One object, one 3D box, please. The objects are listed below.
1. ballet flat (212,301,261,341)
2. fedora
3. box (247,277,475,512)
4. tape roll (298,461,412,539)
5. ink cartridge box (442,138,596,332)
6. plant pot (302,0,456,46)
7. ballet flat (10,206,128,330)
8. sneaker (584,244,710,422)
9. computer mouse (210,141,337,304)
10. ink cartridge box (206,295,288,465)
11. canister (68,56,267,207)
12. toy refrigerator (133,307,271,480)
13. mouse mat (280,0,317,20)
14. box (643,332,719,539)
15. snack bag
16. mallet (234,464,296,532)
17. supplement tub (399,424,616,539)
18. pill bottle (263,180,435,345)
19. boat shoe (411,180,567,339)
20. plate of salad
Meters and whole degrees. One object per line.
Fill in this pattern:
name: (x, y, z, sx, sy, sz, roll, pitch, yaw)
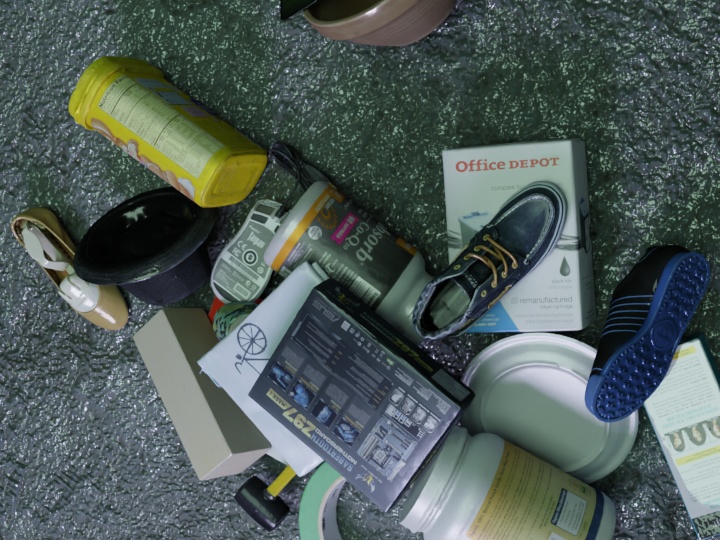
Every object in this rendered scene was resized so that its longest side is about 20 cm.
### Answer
ballet flat: (-0.094, 0.088, 1.349, 0.199, 0.074, 0.075, 19, 102, 19)
fedora: (-0.247, -0.017, 1.417, 0.200, 0.201, 0.092, -12, 125, 22)
box: (-0.002, 0.130, 1.230, 0.200, 0.051, 0.158, 38, 115, 13)
tape roll: (0.026, 0.300, 1.382, 0.199, 0.048, 0.202, 2, 95, 21)
ink cartridge box: (0.172, -0.038, 1.272, 0.146, 0.086, 0.201, -3, 96, 21)
plant pot: (0.042, -0.311, 1.268, 0.200, 0.201, 0.093, -31, 128, 21)
ballet flat: (-0.379, 0.003, 1.501, 0.200, 0.063, 0.069, 47, 109, 11)
sneaker: (0.286, 0.063, 1.220, 0.070, 0.078, 0.201, 36, 85, -23)
computer mouse: (-0.110, -0.046, 1.405, 0.109, 0.044, 0.200, 37, 102, 8)
ink cartridge box: (-0.119, 0.125, 1.421, 0.199, 0.047, 0.161, 26, 104, 15)
canister: (-0.222, -0.162, 1.380, 0.200, 0.148, 0.087, 36, 106, 13)
toy refrigerator: (-0.193, 0.147, 1.411, 0.070, 0.076, 0.201, -40, 68, 27)
mouse mat: (-0.011, -0.367, 1.292, 0.199, 0.161, 0.008, -30, 129, 22)
box: (0.361, 0.174, 1.238, 0.082, 0.049, 0.201, -23, 87, 22)
snack bag: (-0.060, 0.116, 1.296, 0.200, 0.021, 0.189, -42, 91, 26)
mallet: (-0.070, 0.237, 1.370, 0.066, 0.041, 0.200, 49, 122, 1)
supplement tub: (0.156, 0.263, 1.256, 0.199, 0.144, 0.145, 29, 105, 1)
pill bottle: (0.000, 0.000, 1.313, 0.200, 0.116, 0.117, 36, 107, -1)
boat shoe: (0.133, -0.005, 1.194, 0.071, 0.091, 0.201, 42, 107, 11)
plate of salad: (0.206, 0.152, 1.293, 0.199, 0.048, 0.201, 8, 119, 14)
